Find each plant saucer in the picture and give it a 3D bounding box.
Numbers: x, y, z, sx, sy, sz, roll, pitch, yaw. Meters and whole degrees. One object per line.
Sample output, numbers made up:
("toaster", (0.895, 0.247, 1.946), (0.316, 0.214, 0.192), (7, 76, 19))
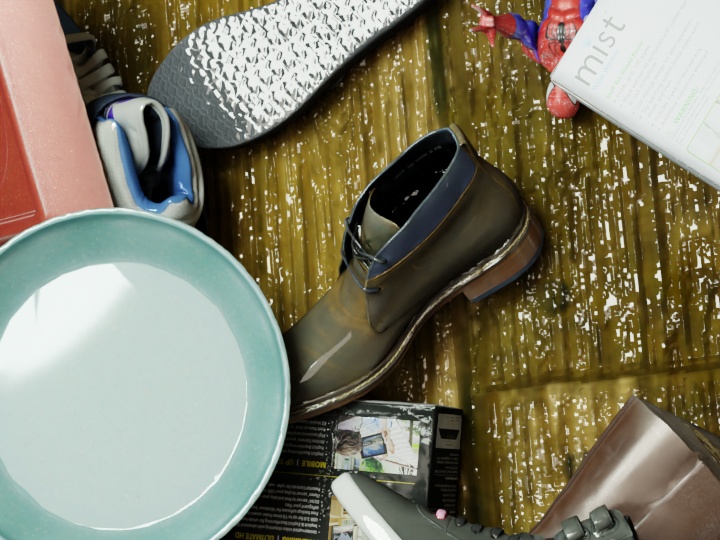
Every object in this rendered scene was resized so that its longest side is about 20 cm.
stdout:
("plant saucer", (-0.136, 0.068, 1.337), (0.198, 0.036, 0.202), (0, 83, 2))
("plant saucer", (-0.222, -0.098, 1.421), (0.200, 0.036, 0.201), (-9, 98, 59))

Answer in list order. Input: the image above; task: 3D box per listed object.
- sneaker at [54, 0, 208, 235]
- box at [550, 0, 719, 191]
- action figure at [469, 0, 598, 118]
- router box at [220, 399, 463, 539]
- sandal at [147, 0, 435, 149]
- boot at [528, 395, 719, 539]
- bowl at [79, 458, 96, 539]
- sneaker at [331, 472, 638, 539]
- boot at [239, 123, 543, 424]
("sneaker", (-0.150, -0.097, 1.420), (0.146, 0.080, 0.201), (-33, 76, 57))
("box", (0.230, -0.135, 1.293), (0.176, 0.097, 0.201), (34, 96, 24))
("action figure", (0.111, -0.188, 1.353), (0.065, 0.099, 0.202), (1, 86, 24))
("router box", (-0.046, 0.145, 1.393), (0.198, 0.051, 0.151), (3, 86, 23))
("sandal", (-0.033, -0.133, 1.437), (0.199, 0.043, 0.077), (-29, 82, 12))
("boot", (0.155, 0.191, 1.303), (0.200, 0.064, 0.186), (-45, 85, -1))
("bowl", (-0.224, 0.151, 1.429), (0.199, 0.105, 0.203), (-7, 71, 19))
("sneaker", (0.083, 0.146, 1.264), (0.200, 0.071, 0.099), (38, 88, 13))
("boot", (0.000, 0.000, 1.346), (0.199, 0.097, 0.075), (-36, 44, -3))
